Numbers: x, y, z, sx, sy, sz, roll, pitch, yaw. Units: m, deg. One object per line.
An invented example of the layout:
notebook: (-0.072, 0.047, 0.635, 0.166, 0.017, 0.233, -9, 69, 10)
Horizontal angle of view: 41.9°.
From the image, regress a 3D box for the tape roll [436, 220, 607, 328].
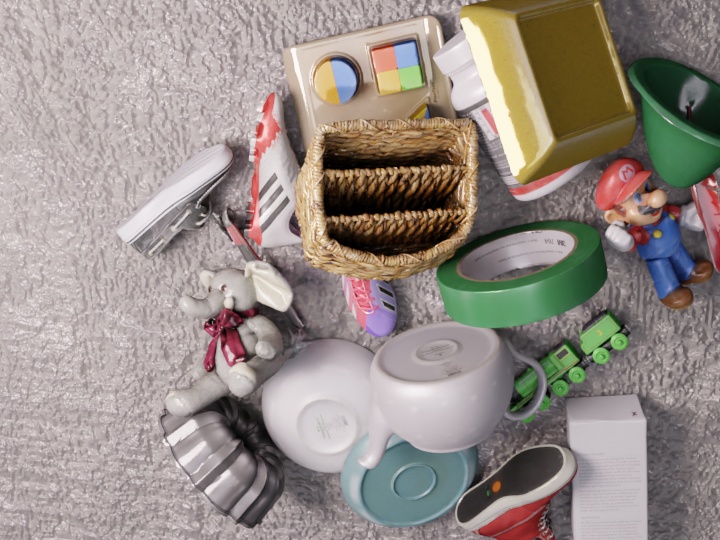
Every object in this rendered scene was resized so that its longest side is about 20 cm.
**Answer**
tape roll: (0.191, 0.001, 1.122, 0.198, 0.201, 0.049, -14, 109, 11)

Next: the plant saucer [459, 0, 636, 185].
plant saucer: (0.222, -0.217, 1.031, 0.048, 0.199, 0.202, -15, 95, 57)

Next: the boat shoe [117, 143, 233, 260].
boat shoe: (-0.224, -0.086, 1.208, 0.199, 0.072, 0.071, -34, 113, 27)

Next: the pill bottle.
pill bottle: (0.177, -0.192, 1.095, 0.115, 0.116, 0.201, -33, 105, 16)

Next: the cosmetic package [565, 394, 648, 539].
cosmetic package: (0.335, 0.275, 1.281, 0.100, 0.071, 0.202, -3, 111, 8)

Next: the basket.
basket: (0.034, -0.077, 1.077, 0.198, 0.149, 0.144, -3, 68, -18)

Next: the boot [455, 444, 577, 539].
boot: (0.248, 0.319, 1.290, 0.144, 0.073, 0.200, 32, 127, -24)

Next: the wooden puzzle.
wooden puzzle: (0.016, -0.197, 1.147, 0.198, 0.046, 0.187, -10, 110, 9)

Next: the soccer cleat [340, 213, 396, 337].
soccer cleat: (0.000, 0.000, 1.206, 0.066, 0.077, 0.202, -9, 108, 12)

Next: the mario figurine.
mario figurine: (0.361, -0.050, 1.133, 0.105, 0.124, 0.201, -29, 110, 28)

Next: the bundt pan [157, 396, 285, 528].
bundt pan: (-0.175, 0.240, 1.260, 0.076, 0.202, 0.202, -42, 102, 4)

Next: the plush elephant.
plush elephant: (-0.162, 0.067, 1.195, 0.164, 0.199, 0.156, -22, 96, 46)

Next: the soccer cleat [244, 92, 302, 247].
soccer cleat: (-0.099, -0.123, 1.180, 0.084, 0.069, 0.202, 4, 113, -8)

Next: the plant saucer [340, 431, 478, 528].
plant saucer: (0.072, 0.286, 1.302, 0.198, 0.027, 0.202, -6, 121, -10)

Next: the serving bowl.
serving bowl: (-0.042, 0.198, 1.293, 0.198, 0.066, 0.202, 2, 111, 4)

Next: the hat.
hat: (0.356, -0.118, 1.095, 0.164, 0.201, 0.177, -8, 138, -34)

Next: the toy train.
toy train: (0.270, 0.127, 1.250, 0.200, 0.042, 0.056, -42, 92, 18)

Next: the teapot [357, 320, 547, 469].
teapot: (0.113, 0.164, 1.204, 0.198, 0.197, 0.147, 0, 116, 32)

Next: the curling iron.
curling iron: (-0.129, -0.003, 1.240, 0.025, 0.050, 0.201, -32, 111, 7)
